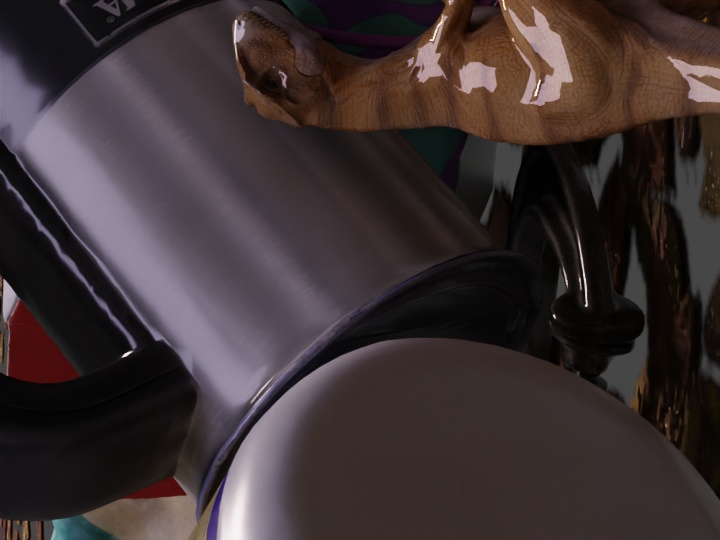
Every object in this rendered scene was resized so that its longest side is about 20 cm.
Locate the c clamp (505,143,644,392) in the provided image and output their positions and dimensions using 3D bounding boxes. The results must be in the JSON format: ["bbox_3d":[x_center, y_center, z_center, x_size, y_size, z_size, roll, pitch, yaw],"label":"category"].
[{"bbox_3d":[0.060,0.066,0.892,0.171,0.027,0.200,-108,20,-71],"label":"c clamp"}]

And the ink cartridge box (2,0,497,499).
[{"bbox_3d":[-0.039,-0.008,1.012,0.050,0.161,0.200,-137,49,-64],"label":"ink cartridge box"}]

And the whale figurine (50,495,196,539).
[{"bbox_3d":[-0.063,0.141,1.146,0.104,0.159,0.200,-48,18,11],"label":"whale figurine"}]

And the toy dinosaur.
[{"bbox_3d":[0.064,-0.054,0.745,0.060,0.200,0.106,50,-126,-45],"label":"toy dinosaur"}]

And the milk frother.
[{"bbox_3d":[-0.074,0.009,0.869,0.188,0.180,0.200,50,164,24],"label":"milk frother"}]

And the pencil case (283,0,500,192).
[{"bbox_3d":[0.000,0.000,0.955,0.085,0.092,0.200,-45,-39,-59],"label":"pencil case"}]

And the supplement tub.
[{"bbox_3d":[0.003,0.130,0.779,0.200,0.145,0.146,120,151,-44],"label":"supplement tub"}]
